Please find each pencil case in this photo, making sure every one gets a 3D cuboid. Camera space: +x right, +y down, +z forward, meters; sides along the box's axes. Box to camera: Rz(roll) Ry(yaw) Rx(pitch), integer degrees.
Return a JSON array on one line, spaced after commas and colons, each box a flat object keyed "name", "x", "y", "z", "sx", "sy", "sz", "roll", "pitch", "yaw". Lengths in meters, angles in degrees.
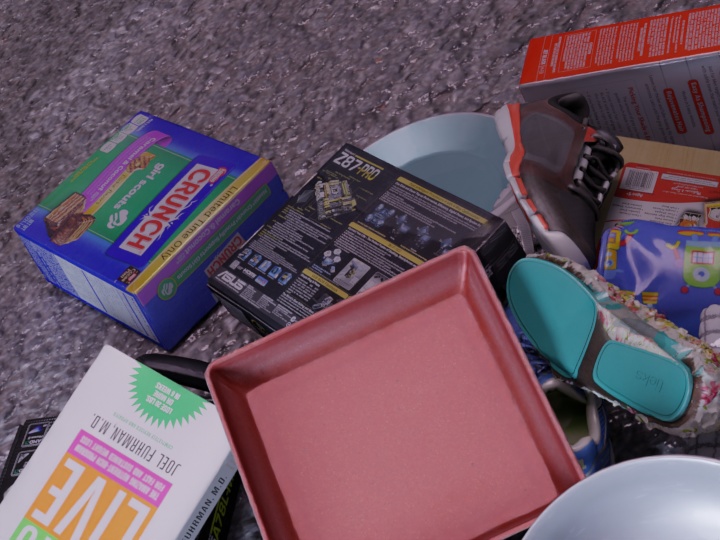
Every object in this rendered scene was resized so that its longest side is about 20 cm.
[{"name": "pencil case", "x": 0.255, "y": 0.005, "z": 1.102, "sx": 0.199, "sy": 0.078, "sz": 0.087, "roll": -1, "pitch": 76, "yaw": 12}]

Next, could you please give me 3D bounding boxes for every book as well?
[{"name": "book", "x": -0.176, "y": 0.168, "z": 1.153, "sx": 0.133, "sy": 0.048, "sz": 0.201, "roll": 25, "pitch": 78, "yaw": 27}]

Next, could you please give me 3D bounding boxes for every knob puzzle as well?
[{"name": "knob puzzle", "x": 0.232, "y": -0.001, "z": 1.181, "sx": 0.218, "sy": 0.031, "sz": 0.221, "roll": -6, "pitch": 53, "yaw": 8}]

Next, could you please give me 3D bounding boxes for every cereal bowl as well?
[{"name": "cereal bowl", "x": 0.182, "y": 0.209, "z": 0.930, "sx": 0.199, "sy": 0.083, "sz": 0.201, "roll": -7, "pitch": 69, "yaw": 18}]

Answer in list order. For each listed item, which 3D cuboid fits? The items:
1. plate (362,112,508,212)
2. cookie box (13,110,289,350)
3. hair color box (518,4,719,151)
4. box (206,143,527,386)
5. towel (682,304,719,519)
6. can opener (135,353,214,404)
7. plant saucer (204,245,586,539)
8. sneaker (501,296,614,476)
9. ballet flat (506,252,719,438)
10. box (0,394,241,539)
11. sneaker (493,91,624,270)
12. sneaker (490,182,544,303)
[{"name": "plate", "x": 0.053, "y": -0.054, "z": 1.362, "sx": 0.199, "sy": 0.026, "sz": 0.201, "roll": -18, "pitch": 40, "yaw": 15}, {"name": "cookie box", "x": -0.180, "y": -0.041, "z": 1.450, "sx": 0.199, "sy": 0.075, "sz": 0.171, "roll": 24, "pitch": 61, "yaw": 44}, {"name": "hair color box", "x": 0.235, "y": -0.142, "z": 1.284, "sx": 0.199, "sy": 0.102, "sz": 0.061, "roll": -6, "pitch": 44, "yaw": 25}, {"name": "box", "x": 0.000, "y": 0.000, "z": 1.206, "sx": 0.161, "sy": 0.049, "sz": 0.200, "roll": -48, "pitch": 41, "yaw": -12}, {"name": "towel", "x": 0.301, "y": 0.099, "z": 0.999, "sx": 0.199, "sy": 0.086, "sz": 0.166, "roll": -10, "pitch": 50, "yaw": 29}, {"name": "can opener", "x": -0.073, "y": 0.101, "z": 1.211, "sx": 0.199, "sy": 0.064, "sz": 0.079, "roll": 5, "pitch": 3, "yaw": 5}, {"name": "plant saucer", "x": 0.021, "y": 0.107, "z": 1.057, "sx": 0.199, "sy": 0.037, "sz": 0.201, "roll": -25, "pitch": 59, "yaw": 1}, {"name": "sneaker", "x": 0.135, "y": 0.079, "z": 1.114, "sx": 0.075, "sy": 0.077, "sz": 0.201, "roll": -11, "pitch": 44, "yaw": -2}, {"name": "ballet flat", "x": 0.167, "y": 0.050, "z": 1.038, "sx": 0.200, "sy": 0.064, "sz": 0.076, "roll": 42, "pitch": 116, "yaw": 50}, {"name": "box", "x": -0.191, "y": 0.188, "z": 1.232, "sx": 0.199, "sy": 0.048, "sz": 0.194, "roll": -9, "pitch": 41, "yaw": 22}, {"name": "sneaker", "x": 0.150, "y": -0.073, "z": 1.182, "sx": 0.082, "sy": 0.077, "sz": 0.201, "roll": -24, "pitch": 38, "yaw": 11}, {"name": "sneaker", "x": 0.120, "y": -0.007, "z": 1.229, "sx": 0.082, "sy": 0.075, "sz": 0.200, "roll": 10, "pitch": 53, "yaw": 39}]
